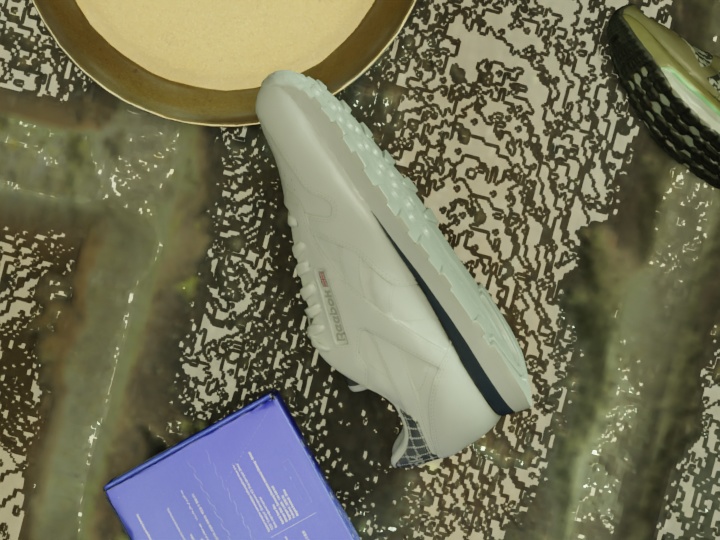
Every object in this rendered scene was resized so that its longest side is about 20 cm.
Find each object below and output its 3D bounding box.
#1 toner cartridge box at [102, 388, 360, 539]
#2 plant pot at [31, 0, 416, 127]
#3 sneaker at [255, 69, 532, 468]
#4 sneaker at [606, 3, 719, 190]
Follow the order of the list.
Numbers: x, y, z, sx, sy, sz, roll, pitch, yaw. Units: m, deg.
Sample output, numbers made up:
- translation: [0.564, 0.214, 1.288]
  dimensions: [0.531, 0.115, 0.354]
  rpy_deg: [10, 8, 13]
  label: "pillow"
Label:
- translation: [-0.033, 0.166, 1.291]
  dimensions: [0.095, 0.043, 0.200]
  rpy_deg: [-28, 91, 2]
  label: "toner cartridge box"
- translation: [-0.064, -0.168, 1.291]
  dimensions: [0.200, 0.027, 0.201]
  rpy_deg: [0, 91, 1]
  label: "plant pot"
- translation: [0.000, 0.000, 1.267]
  dimensions: [0.080, 0.076, 0.200]
  rpy_deg: [-30, 98, 15]
  label: "sneaker"
- translation: [0.206, -0.073, 1.278]
  dimensions: [0.200, 0.077, 0.089]
  rpy_deg: [36, 78, -6]
  label: "sneaker"
